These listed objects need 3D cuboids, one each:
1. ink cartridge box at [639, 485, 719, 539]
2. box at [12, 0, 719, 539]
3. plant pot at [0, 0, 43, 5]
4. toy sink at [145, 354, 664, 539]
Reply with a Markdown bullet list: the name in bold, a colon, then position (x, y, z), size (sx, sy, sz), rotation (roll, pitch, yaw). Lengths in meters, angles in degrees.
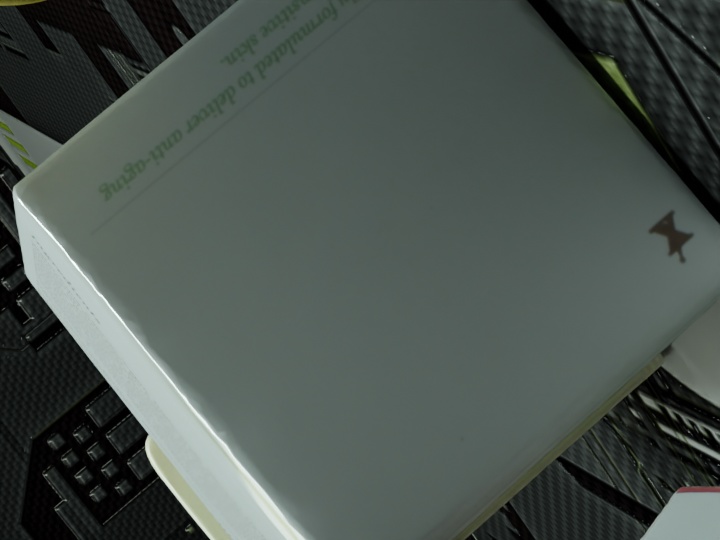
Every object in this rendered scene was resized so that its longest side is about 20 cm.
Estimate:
- **ink cartridge box**: position (0.183, 0.168, 0.752), size (0.200, 0.083, 0.145), rotation (50, 152, -18)
- **box**: position (0.000, 0.000, 0.887), size (0.200, 0.199, 0.171), rotation (50, 169, 2)
- **plant pot**: position (-0.141, -0.201, 0.765), size (0.195, 0.195, 0.200), rotation (31, -169, 27)
- **toy sink**: position (0.014, 0.060, 1.023), size (0.131, 0.200, 0.112), rotation (50, 172, 3)
